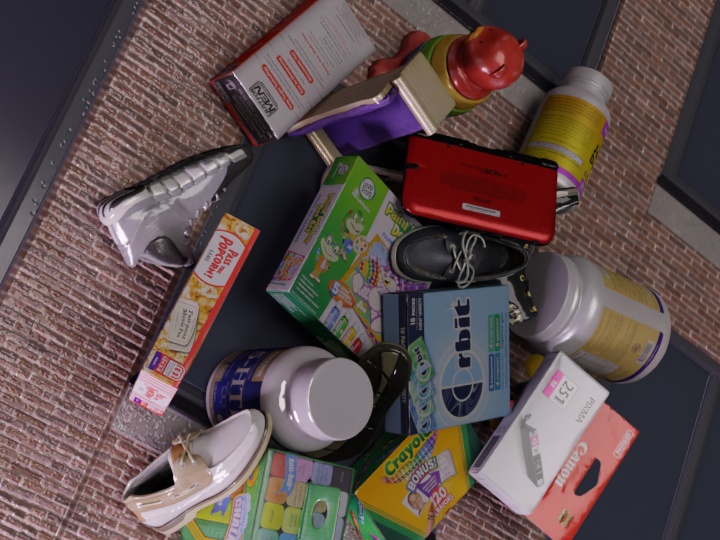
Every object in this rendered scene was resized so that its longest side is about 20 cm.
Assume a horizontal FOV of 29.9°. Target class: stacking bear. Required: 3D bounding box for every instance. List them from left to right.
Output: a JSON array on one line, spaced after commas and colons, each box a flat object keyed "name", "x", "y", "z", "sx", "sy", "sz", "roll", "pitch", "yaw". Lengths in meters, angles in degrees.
[{"name": "stacking bear", "x": 0.126, "y": -0.257, "z": 1.725, "sx": 0.121, "sy": 0.200, "sz": 0.114, "roll": -44, "pitch": 110, "yaw": -31}]

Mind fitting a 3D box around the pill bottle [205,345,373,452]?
[{"name": "pill bottle", "x": -0.079, "y": 0.146, "z": 1.537, "sx": 0.119, "sy": 0.200, "sz": 0.120, "roll": 4, "pitch": 82, "yaw": -36}]

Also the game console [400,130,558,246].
[{"name": "game console", "x": 0.138, "y": -0.107, "z": 1.717, "sx": 0.200, "sy": 0.119, "sz": 0.173, "roll": 12, "pitch": 65, "yaw": -12}]

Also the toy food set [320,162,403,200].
[{"name": "toy food set", "x": 0.019, "y": -0.030, "z": 1.708, "sx": 0.143, "sy": 0.060, "sz": 0.201, "roll": 7, "pitch": 85, "yaw": -35}]

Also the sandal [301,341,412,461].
[{"name": "sandal", "x": -0.005, "y": 0.157, "z": 1.619, "sx": 0.080, "sy": 0.201, "sz": 0.057, "roll": 31, "pitch": 25, "yaw": -20}]

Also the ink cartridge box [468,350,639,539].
[{"name": "ink cartridge box", "x": 0.263, "y": 0.236, "z": 1.762, "sx": 0.173, "sy": 0.044, "sz": 0.200, "roll": 40, "pitch": 73, "yaw": -10}]

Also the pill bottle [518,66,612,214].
[{"name": "pill bottle", "x": 0.287, "y": -0.186, "z": 1.894, "sx": 0.104, "sy": 0.104, "sz": 0.200, "roll": 37, "pitch": 66, "yaw": -27}]

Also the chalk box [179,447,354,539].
[{"name": "chalk box", "x": -0.095, "y": 0.267, "z": 1.514, "sx": 0.124, "sy": 0.200, "sz": 0.125, "roll": 19, "pitch": 74, "yaw": -33}]

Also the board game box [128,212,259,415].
[{"name": "board game box", "x": -0.187, "y": 0.051, "z": 1.498, "sx": 0.046, "sy": 0.152, "sz": 0.200, "roll": 28, "pitch": 69, "yaw": -6}]

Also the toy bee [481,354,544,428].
[{"name": "toy bee", "x": 0.264, "y": 0.172, "z": 1.841, "sx": 0.200, "sy": 0.109, "sz": 0.131, "roll": -34, "pitch": 103, "yaw": -33}]

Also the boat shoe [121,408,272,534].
[{"name": "boat shoe", "x": -0.180, "y": 0.215, "z": 1.474, "sx": 0.068, "sy": 0.200, "sz": 0.075, "roll": 34, "pitch": 24, "yaw": -30}]

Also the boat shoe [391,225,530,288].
[{"name": "boat shoe", "x": 0.126, "y": -0.015, "z": 1.675, "sx": 0.200, "sy": 0.062, "sz": 0.075, "roll": 5, "pitch": 92, "yaw": -40}]

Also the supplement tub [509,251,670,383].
[{"name": "supplement tub", "x": 0.313, "y": 0.064, "z": 1.863, "sx": 0.200, "sy": 0.145, "sz": 0.146, "roll": 23, "pitch": 73, "yaw": -32}]

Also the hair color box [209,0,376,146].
[{"name": "hair color box", "x": -0.081, "y": -0.252, "z": 1.661, "sx": 0.200, "sy": 0.061, "sz": 0.102, "roll": -45, "pitch": 111, "yaw": -31}]

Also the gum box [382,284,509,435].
[{"name": "gum box", "x": 0.110, "y": 0.107, "z": 1.681, "sx": 0.200, "sy": 0.044, "sz": 0.170, "roll": -5, "pitch": 95, "yaw": -47}]

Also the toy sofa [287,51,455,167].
[{"name": "toy sofa", "x": 0.008, "y": -0.184, "z": 1.634, "sx": 0.083, "sy": 0.200, "sz": 0.098, "roll": 54, "pitch": 52, "yaw": -20}]

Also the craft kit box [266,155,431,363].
[{"name": "craft kit box", "x": 0.000, "y": 0.000, "z": 1.625, "sx": 0.200, "sy": 0.048, "sz": 0.198, "roll": 45, "pitch": 58, "yaw": -37}]

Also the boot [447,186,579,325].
[{"name": "boot", "x": 0.214, "y": -0.015, "z": 1.795, "sx": 0.203, "sy": 0.073, "sz": 0.154, "roll": -21, "pitch": 90, "yaw": -2}]

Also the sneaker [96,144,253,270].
[{"name": "sneaker", "x": -0.198, "y": -0.064, "z": 1.559, "sx": 0.200, "sy": 0.075, "sz": 0.116, "roll": -28, "pitch": 107, "yaw": -24}]

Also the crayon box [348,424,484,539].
[{"name": "crayon box", "x": 0.066, "y": 0.261, "z": 1.719, "sx": 0.200, "sy": 0.058, "sz": 0.119, "roll": -43, "pitch": 110, "yaw": -31}]
